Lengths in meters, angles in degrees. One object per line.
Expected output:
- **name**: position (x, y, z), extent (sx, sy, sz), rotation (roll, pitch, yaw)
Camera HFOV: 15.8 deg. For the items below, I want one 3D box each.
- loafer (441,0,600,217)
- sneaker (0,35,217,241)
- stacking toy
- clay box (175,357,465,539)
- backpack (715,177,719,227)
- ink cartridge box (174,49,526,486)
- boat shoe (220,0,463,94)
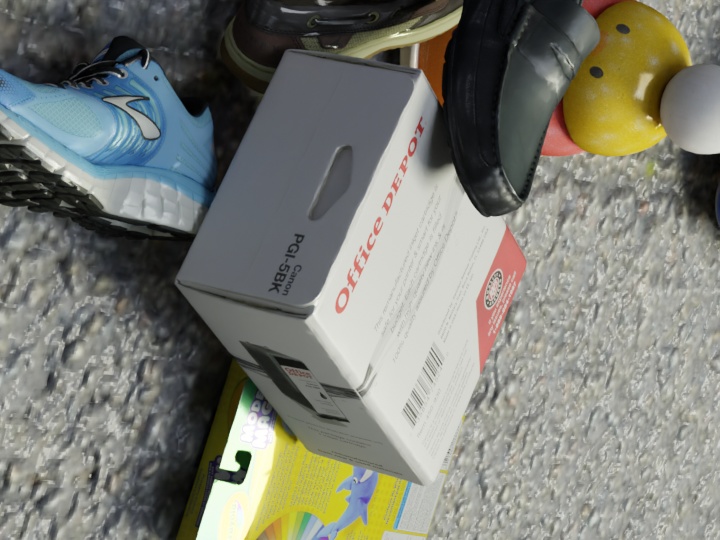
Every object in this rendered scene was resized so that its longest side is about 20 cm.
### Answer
- **loafer**: position (0.086, -0.118, 1.325), extent (0.068, 0.070, 0.201), rotation (54, 37, -49)
- **sneaker**: position (-0.138, -0.073, 1.246), extent (0.200, 0.078, 0.090), rotation (21, 74, -58)
- **stacking toy**: position (0.135, -0.112, 1.438), extent (0.146, 0.200, 0.146), rotation (-25, 124, -43)
- **clay box**: position (-0.029, 0.116, 1.468), extent (0.200, 0.048, 0.115), rotation (17, 90, -51)
- **backpack**: position (0.331, -0.061, 1.743), extent (0.190, 0.154, 0.200), rotation (27, 79, -60)
- **ink cartridge box**: position (0.000, 0.000, 1.339), extent (0.147, 0.083, 0.200), rotation (-65, 151, -21)
- **boat shoe**: position (0.013, -0.157, 1.362), extent (0.200, 0.073, 0.065), rotation (-37, 165, -35)
